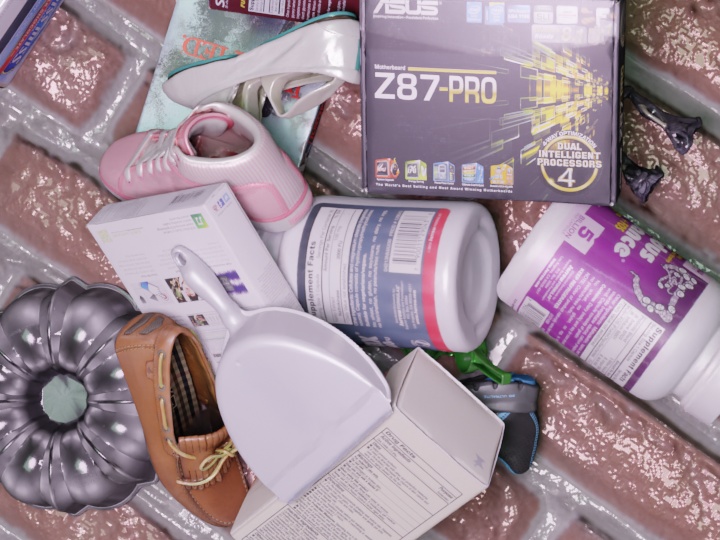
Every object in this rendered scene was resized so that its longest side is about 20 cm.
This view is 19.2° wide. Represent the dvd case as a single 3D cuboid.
[{"bbox_3d":[-0.093,-0.174,1.757,0.146,0.022,0.200,19,93,8],"label":"dvd case"}]

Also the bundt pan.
[{"bbox_3d":[-0.246,0.105,1.753,0.202,0.076,0.202,0,89,9],"label":"bundt pan"}]

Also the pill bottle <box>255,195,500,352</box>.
[{"bbox_3d":[0.000,0.000,1.687,0.200,0.120,0.120,4,90,23],"label":"pill bottle"}]

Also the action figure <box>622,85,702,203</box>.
[{"bbox_3d":[0.163,-0.139,1.680,0.200,0.102,0.119,35,97,-3],"label":"action figure"}]

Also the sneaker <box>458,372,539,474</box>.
[{"bbox_3d":[0.045,0.128,1.710,0.200,0.073,0.082,-2,93,10],"label":"sneaker"}]

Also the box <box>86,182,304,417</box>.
[{"bbox_3d":[-0.113,0.027,1.675,0.144,0.036,0.200,-7,121,44],"label":"box"}]

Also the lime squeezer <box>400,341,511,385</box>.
[{"bbox_3d":[0.055,0.067,1.716,0.200,0.071,0.038,14,121,37],"label":"lime squeezer"}]

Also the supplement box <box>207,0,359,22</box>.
[{"bbox_3d":[-0.014,-0.245,1.685,0.200,0.109,0.061,9,132,1],"label":"supplement box"}]

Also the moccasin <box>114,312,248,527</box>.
[{"bbox_3d":[-0.129,0.123,1.701,0.078,0.074,0.202,11,126,41],"label":"moccasin"}]

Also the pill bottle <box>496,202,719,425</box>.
[{"bbox_3d":[0.215,0.031,1.664,0.200,0.112,0.112,35,95,6],"label":"pill bottle"}]

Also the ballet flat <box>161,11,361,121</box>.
[{"bbox_3d":[-0.078,-0.147,1.677,0.200,0.069,0.070,-16,87,35],"label":"ballet flat"}]

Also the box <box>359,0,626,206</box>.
[{"bbox_3d":[0.100,-0.135,1.615,0.200,0.049,0.161,5,108,13],"label":"box"}]

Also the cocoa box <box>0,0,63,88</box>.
[{"bbox_3d":[-0.306,-0.268,1.733,0.133,0.131,0.200,35,95,7],"label":"cocoa box"}]

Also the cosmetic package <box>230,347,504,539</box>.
[{"bbox_3d":[0.005,0.163,1.660,0.103,0.087,0.200,43,123,-13],"label":"cosmetic package"}]

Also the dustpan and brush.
[{"bbox_3d":[-0.078,0.062,1.606,0.200,0.057,0.140,44,119,-4],"label":"dustpan and brush"}]

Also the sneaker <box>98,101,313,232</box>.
[{"bbox_3d":[-0.137,-0.095,1.673,0.200,0.105,0.075,14,63,33],"label":"sneaker"}]
